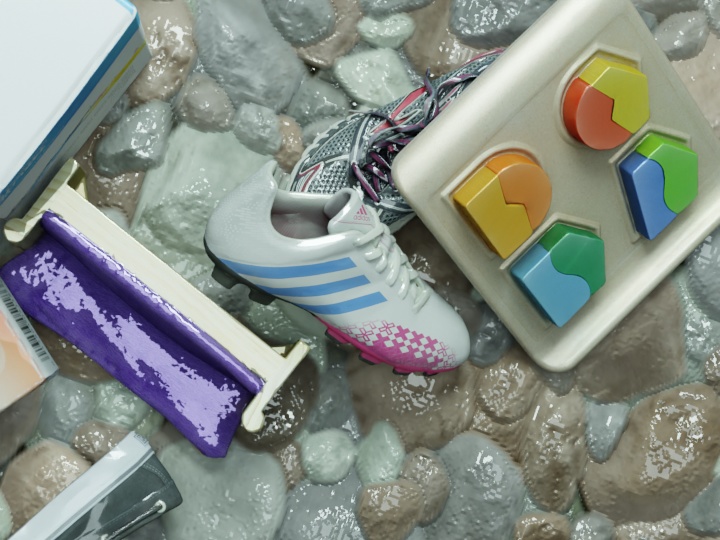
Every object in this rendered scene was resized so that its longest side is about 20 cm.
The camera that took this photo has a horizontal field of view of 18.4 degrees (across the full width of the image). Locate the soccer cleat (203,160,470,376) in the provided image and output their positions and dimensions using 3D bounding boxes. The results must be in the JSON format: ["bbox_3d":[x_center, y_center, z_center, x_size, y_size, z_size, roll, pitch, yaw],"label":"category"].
[{"bbox_3d":[0.000,0.000,1.366,0.199,0.070,0.086,25,119,-26],"label":"soccer cleat"}]

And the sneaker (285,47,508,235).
[{"bbox_3d":[0.037,-0.084,1.405,0.200,0.075,0.081,-35,90,-4],"label":"sneaker"}]

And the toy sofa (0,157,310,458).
[{"bbox_3d":[-0.134,0.028,1.386,0.200,0.083,0.098,39,85,-1],"label":"toy sofa"}]

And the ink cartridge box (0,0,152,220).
[{"bbox_3d":[-0.226,-0.130,1.327,0.146,0.200,0.146,37,87,-1],"label":"ink cartridge box"}]

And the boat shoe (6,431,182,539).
[{"bbox_3d":[-0.197,0.185,1.384,0.200,0.069,0.057,-42,91,-6],"label":"boat shoe"}]

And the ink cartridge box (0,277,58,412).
[{"bbox_3d":[-0.312,0.051,1.376,0.199,0.050,0.163,-33,90,3],"label":"ink cartridge box"}]

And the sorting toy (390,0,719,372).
[{"bbox_3d":[0.138,-0.054,1.387,0.185,0.036,0.200,-44,123,-4],"label":"sorting toy"}]
